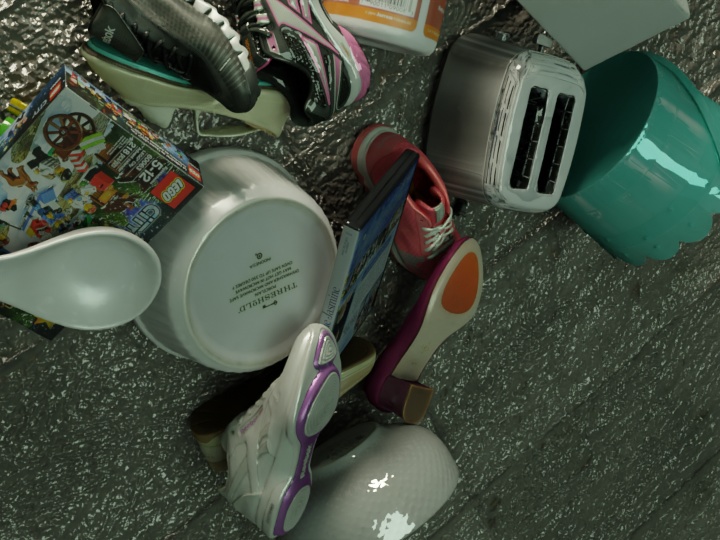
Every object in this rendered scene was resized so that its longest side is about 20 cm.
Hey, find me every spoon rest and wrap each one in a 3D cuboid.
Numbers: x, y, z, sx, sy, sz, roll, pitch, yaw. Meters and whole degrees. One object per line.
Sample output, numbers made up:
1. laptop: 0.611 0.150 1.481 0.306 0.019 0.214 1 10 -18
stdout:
1. spoon rest: -0.249 -0.003 0.728 0.198 0.061 0.100 15 122 -26

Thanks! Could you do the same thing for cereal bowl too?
1. cereal bowl: -0.005 0.212 0.950 0.199 0.200 0.084 -32 95 -19

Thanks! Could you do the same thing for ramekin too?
1. ramekin: -0.109 -0.003 0.858 0.200 0.094 0.205 -15 116 -33

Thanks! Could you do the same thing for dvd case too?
1. dvd case: 0.000 0.000 0.891 0.143 0.017 0.202 -54 164 -49

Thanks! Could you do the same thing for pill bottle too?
1. pill bottle: 0.036 -0.305 0.859 0.111 0.112 0.203 8 100 -32

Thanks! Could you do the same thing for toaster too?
1. toaster: 0.142 -0.138 0.962 0.112 0.129 0.203 7 101 -31

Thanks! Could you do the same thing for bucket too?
1. bucket: 0.290 -0.123 1.017 0.134 0.207 0.209 31 88 -25

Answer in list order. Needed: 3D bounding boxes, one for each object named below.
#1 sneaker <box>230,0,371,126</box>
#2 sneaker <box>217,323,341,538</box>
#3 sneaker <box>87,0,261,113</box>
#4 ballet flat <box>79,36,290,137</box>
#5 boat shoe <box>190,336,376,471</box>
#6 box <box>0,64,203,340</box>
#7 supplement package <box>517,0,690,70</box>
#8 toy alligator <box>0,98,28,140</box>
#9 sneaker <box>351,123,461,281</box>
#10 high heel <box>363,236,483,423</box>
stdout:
1. sneaker: -0.073 -0.211 0.810 0.200 0.080 0.086 50 58 -13
2. sneaker: -0.080 0.137 0.855 0.075 0.099 0.202 -7 117 -61
3. sneaker: -0.166 -0.193 0.754 0.090 0.066 0.201 -41 92 -30
4. ballet flat: -0.148 -0.150 0.826 0.198 0.069 0.070 4 102 -32
5. boat shoe: -0.070 0.133 0.953 0.198 0.072 0.066 -28 122 -15
6. box: -0.242 -0.047 0.761 0.200 0.038 0.136 -42 128 16
7. supplement package: 0.204 -0.305 0.888 0.199 0.116 0.119 32 49 -39
8. toy alligator: -0.242 -0.085 0.791 0.199 0.054 0.060 29 89 -34
9. sneaker: 0.061 -0.053 0.964 0.074 0.087 0.201 -41 122 -14
10. high heel: 0.058 0.053 0.992 0.067 0.096 0.202 26 88 -34
